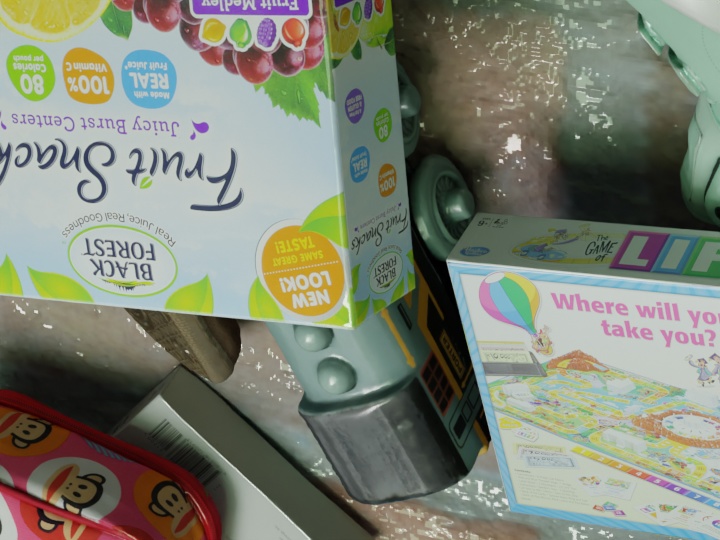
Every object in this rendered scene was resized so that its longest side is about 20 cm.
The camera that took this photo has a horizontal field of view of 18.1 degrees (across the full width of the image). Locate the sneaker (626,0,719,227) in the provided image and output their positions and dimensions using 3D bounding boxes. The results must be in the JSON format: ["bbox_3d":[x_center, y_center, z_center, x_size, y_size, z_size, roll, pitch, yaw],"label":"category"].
[{"bbox_3d":[0.126,-0.074,0.856,0.200,0.074,0.118,34,134,-2],"label":"sneaker"}]

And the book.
[{"bbox_3d":[-0.103,0.149,1.143,0.134,0.048,0.200,43,129,-8],"label":"book"}]

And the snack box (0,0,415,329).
[{"bbox_3d":[-0.082,-0.059,0.841,0.198,0.053,0.144,4,111,30],"label":"snack box"}]

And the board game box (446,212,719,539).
[{"bbox_3d":[0.141,0.048,0.883,0.198,0.034,0.135,6,130,29],"label":"board game box"}]

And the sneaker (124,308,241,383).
[{"bbox_3d":[-0.084,-0.032,0.978,0.070,0.076,0.201,33,159,41],"label":"sneaker"}]

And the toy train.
[{"bbox_3d":[0.000,0.000,0.938,0.085,0.114,0.201,-12,120,29],"label":"toy train"}]

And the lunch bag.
[{"bbox_3d":[-0.162,0.164,1.108,0.175,0.082,0.201,21,126,17],"label":"lunch bag"}]
